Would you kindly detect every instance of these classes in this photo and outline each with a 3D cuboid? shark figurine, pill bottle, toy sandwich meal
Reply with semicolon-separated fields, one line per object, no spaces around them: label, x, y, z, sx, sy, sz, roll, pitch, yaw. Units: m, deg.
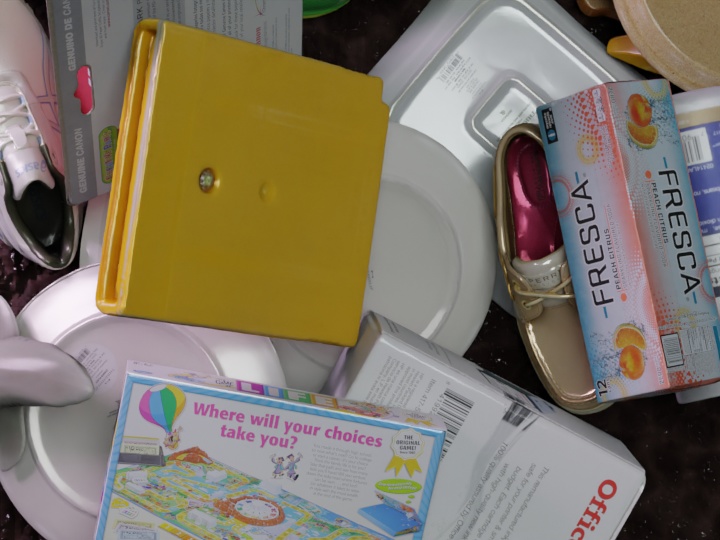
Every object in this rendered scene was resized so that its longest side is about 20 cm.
shark figurine;-0.268;0.096;1.359;0.214;0.089;0.128;-48;60;25
pill bottle;0.238;-0.017;1.454;0.116;0.116;0.200;-10;86;-12
toy sandwich meal;0.247;-0.205;1.538;0.205;0.070;0.205;3;80;-17

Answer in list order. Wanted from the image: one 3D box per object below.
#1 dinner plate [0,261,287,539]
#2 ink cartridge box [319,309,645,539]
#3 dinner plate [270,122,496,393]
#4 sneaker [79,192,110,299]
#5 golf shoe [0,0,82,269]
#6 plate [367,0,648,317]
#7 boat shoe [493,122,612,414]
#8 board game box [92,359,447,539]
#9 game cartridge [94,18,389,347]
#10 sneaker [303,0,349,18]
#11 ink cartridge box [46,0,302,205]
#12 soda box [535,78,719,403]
dinner plate;-0.144;0.092;1.369;0.200;0.024;0.200;0;89;9
ink cartridge box;0.060;0.139;1.407;0.200;0.086;0.146;28;97;-12
dinner plate;0.000;0.000;1.439;0.200;0.024;0.200;-3;102;-16
sneaker;-0.134;-0.026;1.421;0.082;0.074;0.200;2;80;12
golf shoe;-0.215;-0.092;1.373;0.078;0.097;0.200;-23;119;-10
plate;0.104;-0.101;1.509;0.200;0.032;0.200;41;77;-2
boat shoe;0.124;-0.003;1.435;0.074;0.069;0.200;-17;80;18
board game box;-0.058;0.140;1.337;0.200;0.034;0.135;11;101;-7
game cartridge;-0.067;-0.049;1.328;0.200;0.032;0.176;11;87;-47
sneaker;0.011;-0.226;1.478;0.200;0.084;0.074;-12;77;-2
ink cartridge box;-0.128;-0.159;1.333;0.176;0.200;0.084;-26;55;-23
soda box;0.175;-0.019;1.390;0.064;0.068;0.200;-7;84;-40
